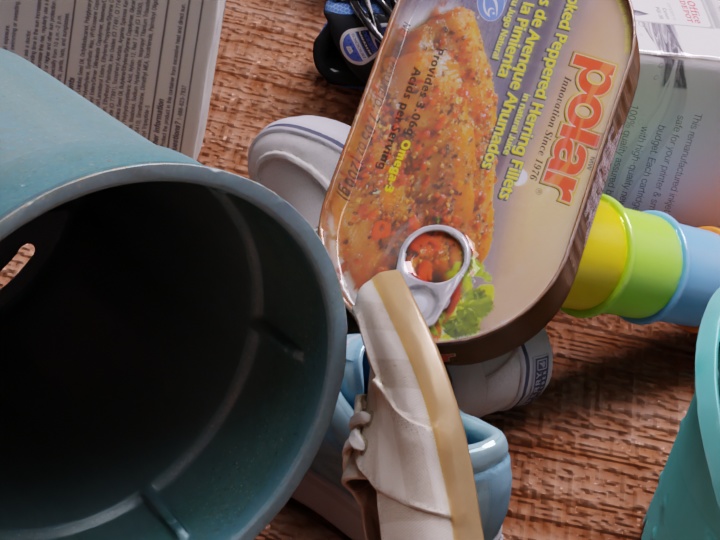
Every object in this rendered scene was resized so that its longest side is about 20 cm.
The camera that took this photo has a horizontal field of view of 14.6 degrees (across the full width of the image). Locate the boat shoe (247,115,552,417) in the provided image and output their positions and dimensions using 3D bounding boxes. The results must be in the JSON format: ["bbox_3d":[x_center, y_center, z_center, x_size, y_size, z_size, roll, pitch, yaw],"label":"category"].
[{"bbox_3d":[0.000,0.000,1.300,0.070,0.071,0.200,-18,51,-37],"label":"boat shoe"}]

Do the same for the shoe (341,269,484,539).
[{"bbox_3d":[0.019,0.096,1.098,0.053,0.070,0.200,-12,73,-2],"label":"shoe"}]

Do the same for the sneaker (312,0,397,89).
[{"bbox_3d":[0.036,-0.126,1.437,0.089,0.200,0.079,-27,91,-26],"label":"sneaker"}]

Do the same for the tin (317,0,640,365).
[{"bbox_3d":[0.054,-0.053,1.219,0.112,0.042,0.200,12,70,23],"label":"tin"}]

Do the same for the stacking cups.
[{"bbox_3d":[0.147,-0.002,1.300,0.200,0.061,0.061,8,28,-40],"label":"stacking cups"}]

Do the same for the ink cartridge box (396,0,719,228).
[{"bbox_3d":[0.111,-0.069,1.359,0.200,0.147,0.083,4,40,-11],"label":"ink cartridge box"}]

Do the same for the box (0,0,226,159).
[{"bbox_3d":[-0.167,-0.140,1.403,0.200,0.128,0.109,10,33,-3],"label":"box"}]

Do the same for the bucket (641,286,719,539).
[{"bbox_3d":[0.222,0.086,1.172,0.207,0.135,0.207,9,32,-5],"label":"bucket"}]

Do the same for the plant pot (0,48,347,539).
[{"bbox_3d":[-0.140,0.010,1.144,0.200,0.201,0.196,-10,31,-29],"label":"plant pot"}]

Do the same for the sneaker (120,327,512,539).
[{"bbox_3d":[-0.016,0.051,1.200,0.200,0.082,0.074,27,33,21],"label":"sneaker"}]
